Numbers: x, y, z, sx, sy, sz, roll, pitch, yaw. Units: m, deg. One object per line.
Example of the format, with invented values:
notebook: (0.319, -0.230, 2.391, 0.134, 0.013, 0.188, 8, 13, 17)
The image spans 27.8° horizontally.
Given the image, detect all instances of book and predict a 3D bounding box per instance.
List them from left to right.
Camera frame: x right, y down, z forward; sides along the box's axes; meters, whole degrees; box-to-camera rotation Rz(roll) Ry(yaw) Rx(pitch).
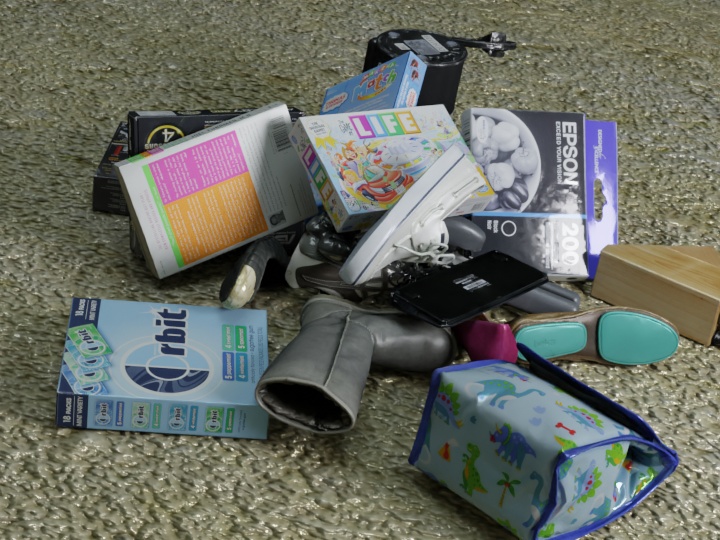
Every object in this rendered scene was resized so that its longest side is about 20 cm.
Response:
book: (-0.157, -0.091, 1.609, 0.200, 0.134, 0.048, -22, 20, -17)

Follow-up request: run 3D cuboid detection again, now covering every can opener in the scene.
can opener: (0.157, -0.004, 1.630, 0.200, 0.067, 0.053, 22, 26, 2)

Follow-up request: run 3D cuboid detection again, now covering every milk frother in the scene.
milk frother: (0.100, -0.215, 1.891, 0.200, 0.188, 0.181, 2, 31, -12)

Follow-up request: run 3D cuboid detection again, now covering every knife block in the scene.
knife block: (0.382, 0.040, 1.650, 0.200, 0.064, 0.176, 1, 30, -13)

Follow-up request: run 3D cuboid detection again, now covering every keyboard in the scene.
keyboard: (0.106, 0.024, 1.538, 0.104, 0.040, 0.200, 30, 30, 31)

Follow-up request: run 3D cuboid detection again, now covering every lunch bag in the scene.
lunch bag: (0.178, 0.156, 1.355, 0.200, 0.128, 0.170, -4, 28, -45)

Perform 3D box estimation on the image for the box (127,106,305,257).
box: (-0.163, -0.102, 1.654, 0.200, 0.161, 0.049, -3, 16, -21)

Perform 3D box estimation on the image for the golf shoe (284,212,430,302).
golf shoe: (0.000, 0.000, 1.616, 0.200, 0.095, 0.078, 19, 32, -39)

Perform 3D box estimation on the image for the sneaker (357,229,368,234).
sneaker: (0.025, -0.073, 1.755, 0.112, 0.073, 0.200, 22, 24, 28)

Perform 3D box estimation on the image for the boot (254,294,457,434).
boot: (0.001, 0.095, 1.422, 0.182, 0.073, 0.200, 9, 18, 3)

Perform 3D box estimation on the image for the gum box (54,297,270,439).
gum box: (-0.191, 0.093, 1.431, 0.200, 0.045, 0.170, 4, 31, -7)

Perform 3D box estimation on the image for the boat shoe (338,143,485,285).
boat shoe: (0.065, -0.039, 1.513, 0.086, 0.075, 0.202, 44, 59, -1)

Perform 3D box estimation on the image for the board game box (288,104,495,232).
board game box: (0.035, -0.116, 1.607, 0.200, 0.034, 0.135, -10, 60, -34)

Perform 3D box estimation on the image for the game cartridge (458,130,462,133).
game cartridge: (0.150, -0.114, 1.796, 0.200, 0.041, 0.133, 16, 42, -33)

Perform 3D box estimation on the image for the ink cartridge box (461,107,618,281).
ink cartridge box: (0.218, -0.088, 1.712, 0.200, 0.198, 0.043, 1, -5, -14)

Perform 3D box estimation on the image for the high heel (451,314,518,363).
high heel: (0.117, 0.048, 1.537, 0.067, 0.096, 0.200, 3, 31, -10)

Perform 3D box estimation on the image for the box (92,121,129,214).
box: (-0.213, -0.117, 1.778, 0.200, 0.050, 0.158, 8, 30, -1)

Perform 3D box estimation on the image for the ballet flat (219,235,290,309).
ballet flat: (-0.105, 0.004, 1.545, 0.057, 0.066, 0.200, 38, 15, -1)

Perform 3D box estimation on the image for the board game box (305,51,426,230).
board game box: (-0.005, -0.154, 1.736, 0.037, 0.151, 0.200, 35, 55, -32)

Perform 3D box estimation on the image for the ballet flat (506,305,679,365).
ballet flat: (0.244, 0.069, 1.582, 0.200, 0.068, 0.072, -4, 13, -13)
